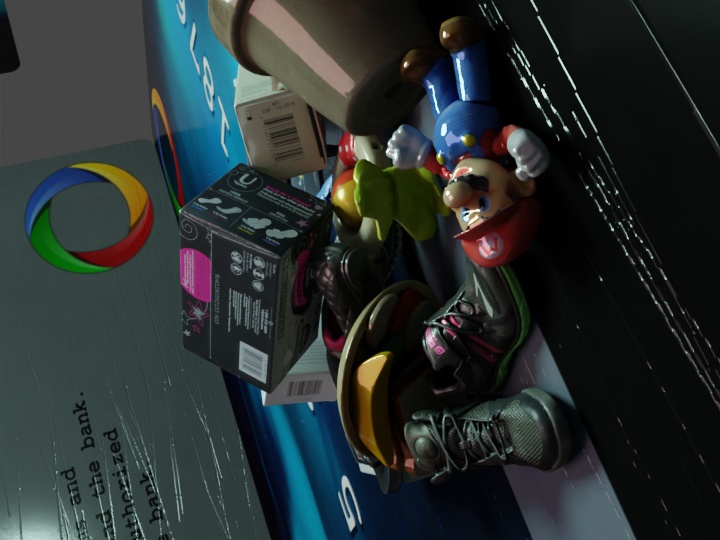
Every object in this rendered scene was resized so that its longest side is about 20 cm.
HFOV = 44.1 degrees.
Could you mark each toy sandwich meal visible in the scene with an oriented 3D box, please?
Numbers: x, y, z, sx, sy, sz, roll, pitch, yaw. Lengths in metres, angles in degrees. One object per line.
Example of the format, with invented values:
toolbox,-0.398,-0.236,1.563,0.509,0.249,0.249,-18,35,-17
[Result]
toy sandwich meal,0.052,0.113,0.913,0.069,0.204,0.209,13,120,37

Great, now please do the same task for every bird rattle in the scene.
bird rattle,-0.002,-0.098,0.939,0.202,0.111,0.165,60,143,33

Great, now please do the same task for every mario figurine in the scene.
mario figurine,0.082,-0.100,0.716,0.124,0.104,0.204,101,155,-73

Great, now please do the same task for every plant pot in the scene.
plant pot,-0.018,-0.227,0.834,0.176,0.198,0.201,53,155,20

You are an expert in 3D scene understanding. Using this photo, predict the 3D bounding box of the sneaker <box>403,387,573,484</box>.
sneaker,0.112,0.156,0.813,0.199,0.112,0.078,161,93,-71

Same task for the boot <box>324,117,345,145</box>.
boot,-0.086,-0.206,1.191,0.200,0.094,0.075,-142,41,-64

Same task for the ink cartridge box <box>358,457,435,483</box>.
ink cartridge box,0.042,0.172,1.090,0.200,0.086,0.148,151,104,-74

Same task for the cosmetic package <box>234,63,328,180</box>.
cosmetic package,-0.090,-0.199,1.033,0.202,0.085,0.105,-98,-6,-54

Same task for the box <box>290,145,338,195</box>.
box,-0.053,-0.084,1.255,0.158,0.050,0.204,-138,38,-63

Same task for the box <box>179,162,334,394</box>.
box,-0.114,0.009,0.978,0.130,0.115,0.203,24,133,17

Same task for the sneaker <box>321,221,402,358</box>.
sneaker,0.000,0.000,1.014,0.075,0.079,0.205,33,-118,-71

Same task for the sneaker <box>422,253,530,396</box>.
sneaker,0.100,0.056,0.815,0.202,0.082,0.077,93,155,-45

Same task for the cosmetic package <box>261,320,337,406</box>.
cosmetic package,-0.089,0.071,1.169,0.072,0.099,0.203,105,159,-49

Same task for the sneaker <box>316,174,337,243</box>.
sneaker,-0.049,-0.055,1.097,0.077,0.110,0.201,51,138,14

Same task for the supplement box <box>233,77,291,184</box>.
supplement box,-0.132,-0.196,1.335,0.109,0.060,0.204,-60,-37,-69

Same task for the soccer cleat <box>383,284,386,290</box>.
soccer cleat,0.002,0.079,1.186,0.074,0.067,0.203,55,151,39

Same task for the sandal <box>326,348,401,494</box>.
sandal,-0.005,0.174,1.025,0.077,0.042,0.202,96,153,-47

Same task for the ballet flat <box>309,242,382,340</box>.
ballet flat,0.002,0.056,0.939,0.056,0.066,0.203,8,127,40
